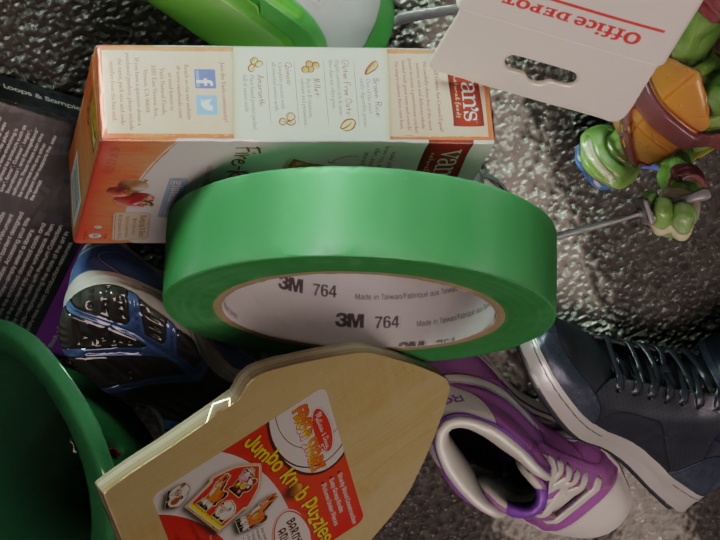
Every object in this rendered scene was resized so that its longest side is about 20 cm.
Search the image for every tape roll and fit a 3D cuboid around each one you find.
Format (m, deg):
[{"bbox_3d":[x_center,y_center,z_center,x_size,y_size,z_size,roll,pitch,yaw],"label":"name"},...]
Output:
[{"bbox_3d":[0.000,0.000,1.415,0.200,0.048,0.200,1,164,0],"label":"tape roll"}]

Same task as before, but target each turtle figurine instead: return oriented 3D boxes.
[{"bbox_3d":[0.155,-0.098,1.470,0.200,0.144,0.194,22,135,-33],"label":"turtle figurine"}]

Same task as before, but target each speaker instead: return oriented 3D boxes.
[{"bbox_3d":[-0.077,-0.164,1.410,0.200,0.088,0.088,34,109,-32],"label":"speaker"}]

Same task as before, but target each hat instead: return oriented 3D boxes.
[{"bbox_3d":[-0.122,0.096,1.560,0.176,0.166,0.200,-20,136,-37],"label":"hat"}]

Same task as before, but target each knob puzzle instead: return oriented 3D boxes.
[{"bbox_3d":[-0.041,0.106,1.488,0.220,0.030,0.220,-24,138,-23],"label":"knob puzzle"}]

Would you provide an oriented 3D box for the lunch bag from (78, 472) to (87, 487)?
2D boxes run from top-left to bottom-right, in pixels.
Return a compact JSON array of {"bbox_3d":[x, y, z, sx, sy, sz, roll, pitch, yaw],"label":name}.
[{"bbox_3d":[-0.185,0.194,1.634,0.151,0.094,0.200,-16,117,-2],"label":"lunch bag"}]

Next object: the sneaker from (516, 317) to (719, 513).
[{"bbox_3d":[0.192,0.053,1.634,0.146,0.077,0.202,-33,137,21],"label":"sneaker"}]

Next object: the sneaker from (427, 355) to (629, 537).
[{"bbox_3d":[0.098,0.125,1.634,0.073,0.114,0.200,-45,125,14],"label":"sneaker"}]

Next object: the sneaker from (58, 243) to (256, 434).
[{"bbox_3d":[-0.087,0.054,1.516,0.076,0.077,0.200,-29,125,15],"label":"sneaker"}]

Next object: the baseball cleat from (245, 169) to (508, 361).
[{"bbox_3d":[0.008,0.020,1.569,0.106,0.070,0.200,32,111,-27],"label":"baseball cleat"}]

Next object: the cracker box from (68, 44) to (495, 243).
[{"bbox_3d":[-0.043,-0.062,1.420,0.200,0.058,0.134,-1,158,-12],"label":"cracker box"}]

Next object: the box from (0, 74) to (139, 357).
[{"bbox_3d":[-0.214,-0.040,1.488,0.200,0.036,0.143,16,117,-27],"label":"box"}]

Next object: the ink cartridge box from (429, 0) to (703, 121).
[{"bbox_3d":[0.118,-0.174,1.344,0.117,0.067,0.200,15,132,-18],"label":"ink cartridge box"}]
